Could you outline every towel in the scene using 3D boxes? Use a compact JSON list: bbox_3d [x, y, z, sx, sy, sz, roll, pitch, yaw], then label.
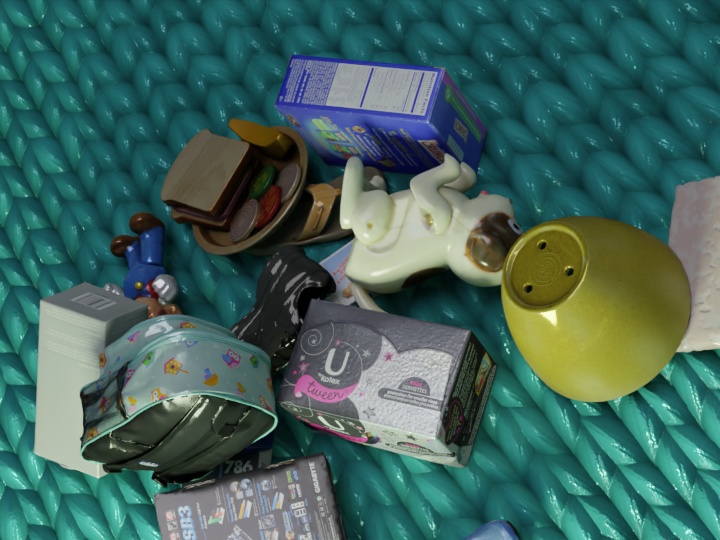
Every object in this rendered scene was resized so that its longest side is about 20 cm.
[{"bbox_3d":[0.399,-0.012,1.564,0.200,0.032,0.192,-11,67,53],"label":"towel"}]

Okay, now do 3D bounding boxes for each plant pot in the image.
[{"bbox_3d":[0.227,0.021,1.591,0.199,0.142,0.201,-18,58,30],"label":"plant pot"}]

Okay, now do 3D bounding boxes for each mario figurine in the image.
[{"bbox_3d":[-0.272,0.025,1.836,0.106,0.124,0.201,-11,56,-7],"label":"mario figurine"}]

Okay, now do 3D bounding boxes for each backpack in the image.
[{"bbox_3d":[-0.191,0.136,1.652,0.200,0.175,0.154,-26,53,40],"label":"backpack"}]

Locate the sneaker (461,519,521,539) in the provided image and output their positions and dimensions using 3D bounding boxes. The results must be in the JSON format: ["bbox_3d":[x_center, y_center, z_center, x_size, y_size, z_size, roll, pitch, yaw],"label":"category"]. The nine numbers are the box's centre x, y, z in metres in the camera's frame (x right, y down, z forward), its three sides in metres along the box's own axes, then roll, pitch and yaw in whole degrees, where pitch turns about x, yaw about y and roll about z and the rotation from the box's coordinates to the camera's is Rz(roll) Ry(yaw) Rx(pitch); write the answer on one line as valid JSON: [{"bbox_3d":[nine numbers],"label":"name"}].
[{"bbox_3d":[0.085,0.332,1.562,0.200,0.089,0.079,-42,59,0],"label":"sneaker"}]

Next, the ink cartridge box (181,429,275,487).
[{"bbox_3d":[-0.158,0.269,1.722,0.099,0.039,0.201,-5,64,21],"label":"ink cartridge box"}]

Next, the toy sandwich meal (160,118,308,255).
[{"bbox_3d":[-0.153,-0.111,1.851,0.205,0.070,0.206,-25,46,28],"label":"toy sandwich meal"}]

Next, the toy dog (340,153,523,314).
[{"bbox_3d":[0.084,-0.038,1.684,0.199,0.140,0.195,4,73,18],"label":"toy dog"}]

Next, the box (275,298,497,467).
[{"bbox_3d":[0.029,0.124,1.666,0.199,0.115,0.133,10,71,27],"label":"box"}]

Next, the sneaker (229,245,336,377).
[{"bbox_3d":[-0.096,0.074,1.743,0.091,0.076,0.201,29,98,37],"label":"sneaker"}]

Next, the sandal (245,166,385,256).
[{"bbox_3d":[-0.063,-0.073,1.831,0.199,0.054,0.081,-18,61,14],"label":"sandal"}]

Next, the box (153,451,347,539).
[{"bbox_3d":[-0.110,0.317,1.638,0.198,0.050,0.201,-15,66,0],"label":"box"}]

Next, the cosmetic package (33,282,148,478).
[{"bbox_3d":[-0.317,0.130,1.770,0.106,0.090,0.201,17,113,27],"label":"cosmetic package"}]

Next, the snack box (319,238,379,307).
[{"bbox_3d":[0.000,0.000,1.788,0.200,0.024,0.072,-35,59,4],"label":"snack box"}]

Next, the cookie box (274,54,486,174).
[{"bbox_3d":[0.027,-0.178,1.776,0.199,0.171,0.075,9,74,25],"label":"cookie box"}]
